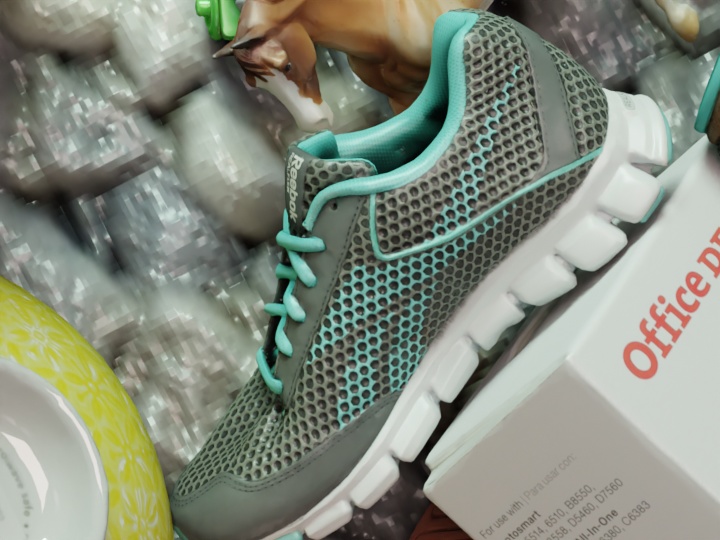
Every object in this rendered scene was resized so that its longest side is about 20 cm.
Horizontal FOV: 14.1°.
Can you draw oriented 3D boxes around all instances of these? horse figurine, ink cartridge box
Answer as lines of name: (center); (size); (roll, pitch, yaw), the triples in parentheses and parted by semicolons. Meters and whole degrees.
horse figurine: (0.049, -0.100, 0.954); (0.133, 0.050, 0.200); (45, 74, -23)
ink cartridge box: (0.138, 0.074, 0.913); (0.200, 0.084, 0.146); (42, 42, -4)

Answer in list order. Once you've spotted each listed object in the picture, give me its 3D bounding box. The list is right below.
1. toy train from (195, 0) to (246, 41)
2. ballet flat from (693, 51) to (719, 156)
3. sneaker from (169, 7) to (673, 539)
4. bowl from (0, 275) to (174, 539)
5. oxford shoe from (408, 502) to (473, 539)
toy train: (-0.038, -0.169, 0.959); (0.041, 0.056, 0.201); (-4, 81, -13)
ballet flat: (0.159, -0.100, 0.958); (0.068, 0.068, 0.201); (17, 50, 4)
sneaker: (0.000, 0.000, 0.904); (0.091, 0.078, 0.200); (41, 93, -23)
bowl: (-0.130, 0.075, 0.842); (0.199, 0.108, 0.201); (11, 68, -28)
oxford shoe: (0.044, 0.154, 0.930); (0.074, 0.071, 0.201); (25, 69, -39)
